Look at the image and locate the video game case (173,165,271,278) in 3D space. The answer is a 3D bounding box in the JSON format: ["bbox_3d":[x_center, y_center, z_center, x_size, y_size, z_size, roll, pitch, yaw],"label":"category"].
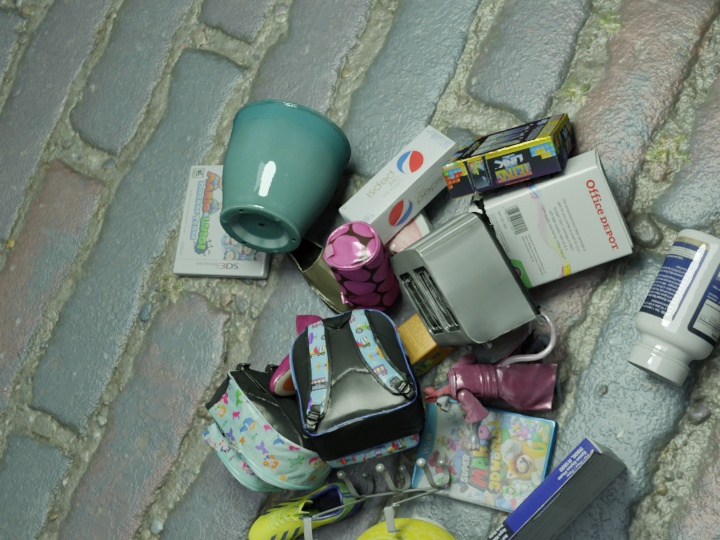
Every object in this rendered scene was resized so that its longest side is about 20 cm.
[{"bbox_3d":[-0.229,-0.087,1.942,0.182,0.024,0.200,2,76,25],"label":"video game case"}]

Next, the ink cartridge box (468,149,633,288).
[{"bbox_3d":[0.278,-0.069,1.631,0.200,0.084,0.145,-20,108,18],"label":"ink cartridge box"}]

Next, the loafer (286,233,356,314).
[{"bbox_3d":[-0.060,0.008,1.811,0.200,0.070,0.075,41,95,28],"label":"loafer"}]

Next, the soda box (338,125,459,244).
[{"bbox_3d":[0.066,-0.126,1.727,0.200,0.068,0.064,-43,54,-8],"label":"soda box"}]

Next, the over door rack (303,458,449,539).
[{"bbox_3d":[0.024,0.316,1.596,0.148,0.200,0.067,-15,93,29],"label":"over door rack"}]

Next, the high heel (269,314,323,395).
[{"bbox_3d":[-0.107,0.131,1.745,0.096,0.200,0.067,21,118,23],"label":"high heel"}]

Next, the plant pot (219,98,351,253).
[{"bbox_3d":[-0.134,-0.137,1.785,0.200,0.200,0.188,2,58,25],"label":"plant pot"}]

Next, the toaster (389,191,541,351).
[{"bbox_3d":[0.143,0.013,1.591,0.119,0.181,0.200,-30,92,-14],"label":"toaster"}]

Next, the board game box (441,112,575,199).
[{"bbox_3d":[0.224,-0.171,1.660,0.165,0.200,0.057,-13,103,21],"label":"board game box"}]

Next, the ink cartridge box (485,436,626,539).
[{"bbox_3d":[0.259,0.309,1.507,0.200,0.200,0.041,-47,62,5],"label":"ink cartridge box"}]

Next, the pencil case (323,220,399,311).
[{"bbox_3d":[0.000,0.000,1.673,0.094,0.200,0.091,-5,65,9],"label":"pencil case"}]

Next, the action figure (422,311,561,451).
[{"bbox_3d":[0.187,0.162,1.606,0.200,0.149,0.134,-10,51,-6],"label":"action figure"}]

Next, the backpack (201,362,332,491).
[{"bbox_3d":[-0.130,0.254,1.713,0.200,0.178,0.151,36,102,31],"label":"backpack"}]

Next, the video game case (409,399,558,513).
[{"bbox_3d":[0.181,0.273,1.655,0.200,0.018,0.143,9,80,27],"label":"video game case"}]

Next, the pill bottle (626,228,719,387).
[{"bbox_3d":[0.448,0.054,1.540,0.111,0.111,0.200,27,88,28],"label":"pill bottle"}]

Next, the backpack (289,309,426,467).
[{"bbox_3d":[-0.009,0.162,1.631,0.182,0.135,0.200,-19,48,1],"label":"backpack"}]

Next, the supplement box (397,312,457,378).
[{"bbox_3d":[0.050,0.147,1.724,0.200,0.067,0.069,-42,63,10],"label":"supplement box"}]

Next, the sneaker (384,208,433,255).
[{"bbox_3d":[0.071,-0.035,1.758,0.105,0.075,0.200,-30,58,9],"label":"sneaker"}]

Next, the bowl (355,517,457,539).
[{"bbox_3d":[0.080,0.418,1.598,0.200,0.200,0.108,-4,31,24],"label":"bowl"}]

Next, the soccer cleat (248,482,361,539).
[{"bbox_3d":[-0.094,0.373,1.717,0.200,0.084,0.065,-25,67,17],"label":"soccer cleat"}]
